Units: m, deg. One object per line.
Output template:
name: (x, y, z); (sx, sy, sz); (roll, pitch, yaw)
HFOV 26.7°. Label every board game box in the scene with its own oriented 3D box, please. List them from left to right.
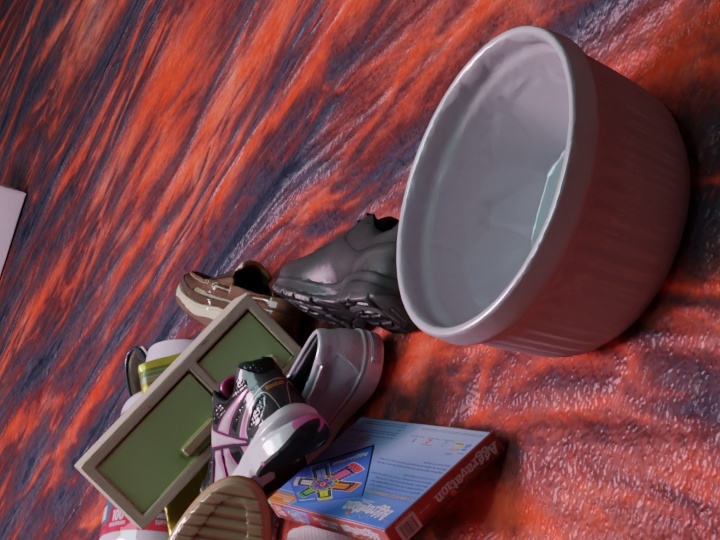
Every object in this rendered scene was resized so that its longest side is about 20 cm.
board game box: (0.013, 0.146, 1.076); (0.103, 0.020, 0.200); (-38, 14, -22)

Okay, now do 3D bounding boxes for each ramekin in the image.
ramekin: (0.116, -0.041, 0.949); (0.200, 0.104, 0.202); (-46, 34, 45)

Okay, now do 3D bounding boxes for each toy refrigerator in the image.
toy refrigerator: (-0.142, 0.117, 1.278); (0.200, 0.076, 0.070); (-46, 7, -15)

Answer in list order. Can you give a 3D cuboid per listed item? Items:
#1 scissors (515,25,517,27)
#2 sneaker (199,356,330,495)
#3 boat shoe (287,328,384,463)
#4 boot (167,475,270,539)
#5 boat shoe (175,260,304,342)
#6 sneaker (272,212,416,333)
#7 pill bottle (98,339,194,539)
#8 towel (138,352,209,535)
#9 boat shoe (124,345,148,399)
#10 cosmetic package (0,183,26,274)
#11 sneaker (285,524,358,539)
scissors: (0.102, -0.085, 1.123); (0.073, 0.014, 0.202); (17, 89, 68)
sneaker: (-0.084, 0.125, 1.187); (0.087, 0.080, 0.200); (61, 146, 15)
boat shoe: (-0.051, 0.114, 1.241); (0.200, 0.068, 0.073); (-49, 34, 47)
boot: (-0.099, 0.208, 1.127); (0.167, 0.072, 0.201); (-63, -8, -68)
boat shoe: (-0.107, 0.028, 1.427); (0.202, 0.074, 0.075); (30, 98, 53)
sneaker: (0.000, 0.000, 1.228); (0.199, 0.076, 0.091); (2, 65, 58)
pill bottle: (-0.167, 0.172, 1.387); (0.119, 0.119, 0.202); (-35, 43, 53)
towel: (-0.136, 0.164, 1.320); (0.018, 0.085, 0.202); (84, 172, -66)
boat shoe: (-0.209, 0.149, 1.567); (0.076, 0.060, 0.200); (-63, 26, 19)
cosmetic package: (-0.655, -0.056, 2.640); (0.113, 0.081, 0.202); (24, 95, 65)
sneaker: (-0.041, 0.260, 1.120); (0.201, 0.075, 0.105); (-52, 29, 33)
